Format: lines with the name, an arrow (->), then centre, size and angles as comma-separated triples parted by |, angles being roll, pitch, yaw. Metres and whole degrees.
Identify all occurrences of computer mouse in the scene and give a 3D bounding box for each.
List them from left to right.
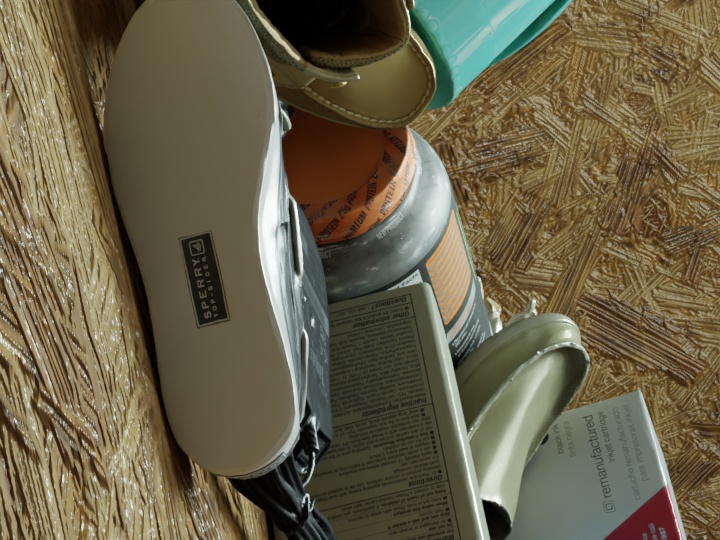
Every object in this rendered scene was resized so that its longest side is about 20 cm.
computer mouse -> -0.050, 0.039, 1.139 | 0.141, 0.046, 0.201 | 62, 19, -55

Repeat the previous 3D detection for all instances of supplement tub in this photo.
supplement tub -> 0.000, 0.000, 1.336 | 0.200, 0.122, 0.123 | 72, 6, -48

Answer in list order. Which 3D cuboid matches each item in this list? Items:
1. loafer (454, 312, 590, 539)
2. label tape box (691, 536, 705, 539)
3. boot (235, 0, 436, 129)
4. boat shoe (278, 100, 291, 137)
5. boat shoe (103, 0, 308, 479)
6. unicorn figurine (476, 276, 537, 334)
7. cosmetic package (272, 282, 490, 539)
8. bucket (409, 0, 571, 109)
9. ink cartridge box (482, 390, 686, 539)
loafer -> 0.062, 0.109, 1.330 | 0.068, 0.200, 0.076 | 34, -16, 35
label tape box -> 0.092, 0.223, 1.264 | 0.063, 0.199, 0.145 | -125, -160, -80
boot -> -0.014, -0.111, 1.087 | 0.200, 0.073, 0.155 | 38, -4, -34
boat shoe -> -0.063, -0.087, 1.206 | 0.200, 0.060, 0.076 | -96, 171, -61
boat shoe -> -0.056, -0.015, 1.002 | 0.068, 0.071, 0.201 | 29, 49, -81
unicorn figurine -> 0.033, 0.083, 1.478 | 0.200, 0.074, 0.138 | 142, -41, -63
cosmetic package -> 0.009, 0.114, 1.217 | 0.073, 0.103, 0.201 | 71, 8, -55
bucket -> 0.021, -0.190, 1.257 | 0.207, 0.135, 0.207 | 39, -13, 11
ink cartridge box -> 0.084, 0.170, 1.376 | 0.083, 0.199, 0.147 | 66, 10, -49
